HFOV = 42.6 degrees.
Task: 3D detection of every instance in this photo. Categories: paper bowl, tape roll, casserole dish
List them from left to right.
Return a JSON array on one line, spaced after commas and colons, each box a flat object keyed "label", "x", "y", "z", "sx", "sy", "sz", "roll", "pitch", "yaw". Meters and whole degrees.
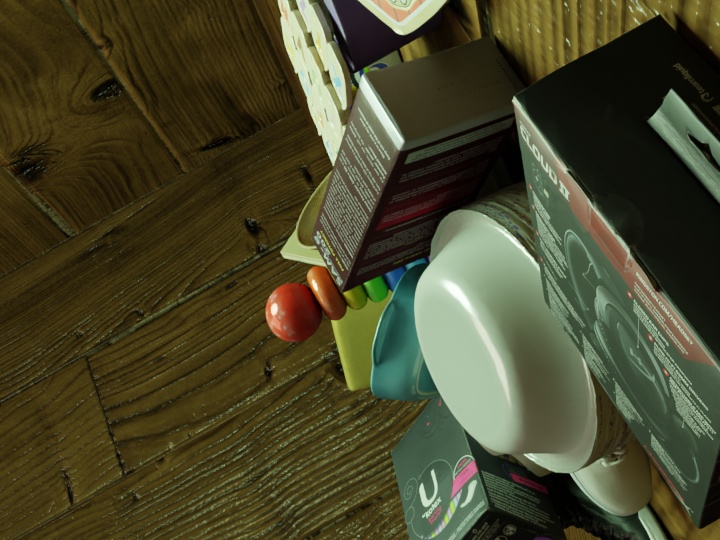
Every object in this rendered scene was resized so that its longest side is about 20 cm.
[{"label": "tape roll", "x": -0.017, "y": -0.269, "z": 0.745, "sx": 0.202, "sy": 0.084, "sz": 0.200, "roll": 62, "pitch": 178, "yaw": 4}, {"label": "casserole dish", "x": 0.074, "y": 0.058, "z": 0.819, "sx": 0.038, "sy": 0.123, "sz": 0.199, "roll": 19, "pitch": -172, "yaw": 29}, {"label": "paper bowl", "x": 0.112, "y": 0.047, "z": 0.658, "sx": 0.201, "sy": 0.103, "sz": 0.202, "roll": 54, "pitch": 157, "yaw": 36}]

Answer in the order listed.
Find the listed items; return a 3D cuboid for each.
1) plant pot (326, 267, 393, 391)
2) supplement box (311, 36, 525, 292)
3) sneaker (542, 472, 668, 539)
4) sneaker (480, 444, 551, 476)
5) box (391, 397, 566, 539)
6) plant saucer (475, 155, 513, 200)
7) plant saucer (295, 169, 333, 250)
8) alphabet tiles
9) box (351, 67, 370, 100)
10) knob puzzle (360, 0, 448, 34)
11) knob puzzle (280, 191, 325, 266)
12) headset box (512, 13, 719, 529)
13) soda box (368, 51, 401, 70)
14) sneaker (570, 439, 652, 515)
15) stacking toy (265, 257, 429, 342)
[{"label": "plant pot", "x": 0.041, "y": -0.005, "z": 1.181, "sx": 0.197, "sy": 0.191, "sz": 0.202, "roll": -98, "pitch": -10, "yaw": -55}, {"label": "supplement box", "x": 0.037, "y": -0.071, "z": 0.682, "sx": 0.061, "sy": 0.108, "sz": 0.201, "roll": 58, "pitch": 153, "yaw": 21}, {"label": "sneaker", "x": 0.240, "y": 0.264, "z": 0.969, "sx": 0.074, "sy": 0.111, "sz": 0.201, "roll": 61, "pitch": 180, "yaw": -37}, {"label": "sneaker", "x": 0.168, "y": 0.126, "z": 0.845, "sx": 0.200, "sy": 0.104, "sz": 0.076, "roll": 37, "pitch": -148, "yaw": -48}, {"label": "box", "x": 0.118, "y": 0.236, "z": 0.983, "sx": 0.105, "sy": 0.123, "sz": 0.201, "roll": 27, "pitch": -157, "yaw": -21}, {"label": "plant saucer", "x": 0.095, "y": -0.086, "z": 0.825, "sx": 0.202, "sy": 0.050, "sz": 0.200, "roll": 63, "pitch": 179, "yaw": 2}, {"label": "plant saucer", "x": 0.013, "y": -0.088, "z": 1.008, "sx": 0.035, "sy": 0.200, "sz": 0.201, "roll": 45, "pitch": -174, "yaw": -24}, {"label": "alphabet tiles", "x": -0.032, "y": -0.149, "z": 0.786, "sx": 0.196, "sy": 0.014, "sz": 0.202, "roll": 87, "pitch": 161, "yaw": -66}, {"label": "box", "x": 0.011, "y": -0.126, "z": 0.868, "sx": 0.071, "sy": 0.064, "sz": 0.201, "roll": 63, "pitch": 180, "yaw": -39}, {"label": "knob puzzle", "x": -0.005, "y": -0.231, "z": 0.559, "sx": 0.219, "sy": 0.030, "sz": 0.221, "roll": 41, "pitch": 157, "yaw": 21}, {"label": "knob puzzle", "x": 0.027, "y": -0.072, "z": 1.069, "sx": 0.031, "sy": 0.218, "sz": 0.221, "roll": 60, "pitch": 180, "yaw": -39}, {"label": "headset box", "x": 0.139, "y": 0.005, "z": 0.401, "sx": 0.150, "sy": 0.076, "sz": 0.201, "roll": 60, "pitch": 177, "yaw": 34}, {"label": "soda box", "x": -0.004, "y": -0.252, "z": 0.995, "sx": 0.069, "sy": 0.063, "sz": 0.201, "roll": 61, "pitch": 178, "yaw": 46}, {"label": "sneaker", "x": 0.195, "y": 0.126, "z": 0.768, "sx": 0.202, "sy": 0.072, "sz": 0.071, "roll": 63, "pitch": -178, "yaw": -14}, {"label": "stacking toy", "x": 0.000, "y": 0.000, "z": 0.862, "sx": 0.086, "sy": 0.198, "sz": 0.085, "roll": 61, "pitch": 179, "yaw": 2}]
